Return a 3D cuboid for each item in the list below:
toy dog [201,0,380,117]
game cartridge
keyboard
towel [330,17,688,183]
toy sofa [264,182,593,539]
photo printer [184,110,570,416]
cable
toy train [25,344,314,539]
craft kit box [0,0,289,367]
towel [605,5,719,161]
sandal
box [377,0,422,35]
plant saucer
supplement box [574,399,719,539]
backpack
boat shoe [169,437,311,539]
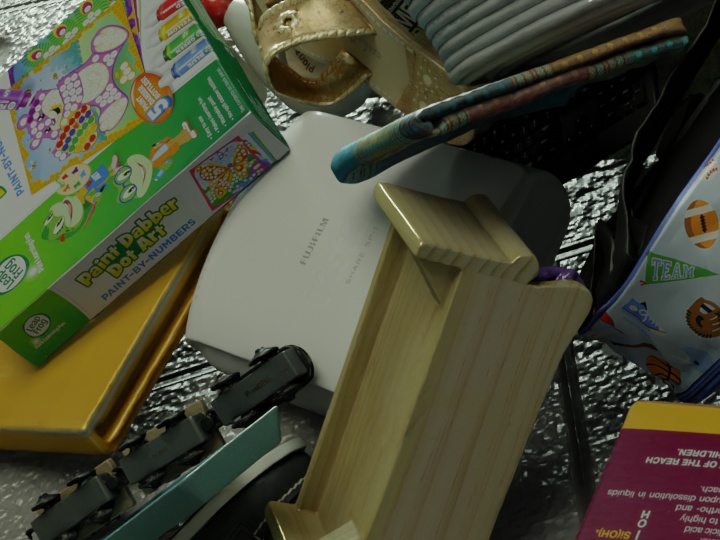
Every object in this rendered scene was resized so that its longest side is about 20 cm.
[{"bbox_3d":[-0.065,-0.125,1.523,0.200,0.132,0.097,18,96,46],"label":"toy dog"},{"bbox_3d":[-0.181,0.033,1.442,0.199,0.032,0.177,-3,48,44],"label":"game cartridge"},{"bbox_3d":[0.080,-0.083,1.364,0.200,0.040,0.104,-31,45,34],"label":"keyboard"},{"bbox_3d":[0.069,-0.082,1.212,0.146,0.022,0.200,-21,2,-13],"label":"towel"},{"bbox_3d":[0.031,0.065,1.200,0.097,0.201,0.083,12,19,-20],"label":"toy sofa"},{"bbox_3d":[0.000,0.000,1.342,0.200,0.069,0.167,19,76,41],"label":"photo printer"},{"bbox_3d":[0.124,-0.153,1.227,0.199,0.069,0.200,-23,-2,26],"label":"cable"},{"bbox_3d":[-0.104,0.096,1.309,0.200,0.034,0.046,-34,-8,23],"label":"toy train"},{"bbox_3d":[-0.157,-0.072,1.437,0.197,0.048,0.200,-43,41,9],"label":"craft kit box"},{"bbox_3d":[0.182,-0.161,1.351,0.200,0.149,0.036,-30,-11,37],"label":"towel"},{"bbox_3d":[-0.022,-0.124,1.376,0.070,0.078,0.211,-34,51,-32],"label":"sandal"},{"bbox_3d":[0.072,-0.224,1.413,0.200,0.044,0.160,-63,9,-29],"label":"box"},{"bbox_3d":[-0.102,0.124,1.241,0.070,0.019,0.200,-38,0,-35],"label":"plant saucer"},{"bbox_3d":[0.150,0.174,1.052,0.103,0.131,0.200,2,48,33],"label":"supplement box"},{"bbox_3d":[0.194,-0.025,1.198,0.154,0.200,0.191,38,69,9],"label":"backpack"},{"bbox_3d":[-0.085,0.164,1.252,0.060,0.076,0.200,46,62,7],"label":"boat shoe"}]
